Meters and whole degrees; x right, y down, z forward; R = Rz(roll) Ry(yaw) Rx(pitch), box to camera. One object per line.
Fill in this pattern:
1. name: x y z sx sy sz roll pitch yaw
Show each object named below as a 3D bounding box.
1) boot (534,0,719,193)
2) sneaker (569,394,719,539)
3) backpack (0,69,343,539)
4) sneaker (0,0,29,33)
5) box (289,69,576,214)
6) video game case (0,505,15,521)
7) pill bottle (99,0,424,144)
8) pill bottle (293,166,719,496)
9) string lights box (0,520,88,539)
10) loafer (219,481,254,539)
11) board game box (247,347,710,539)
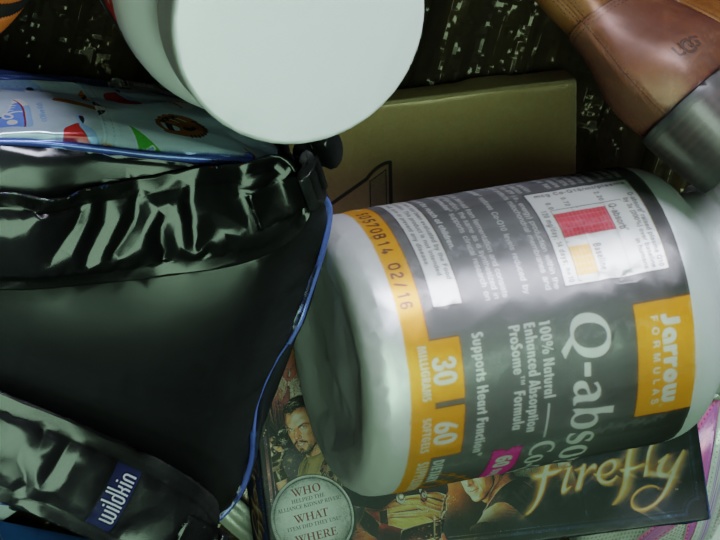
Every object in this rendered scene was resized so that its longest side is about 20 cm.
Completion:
1. boot: 0.100 -0.137 1.176 0.200 0.188 0.068 45 124 -1
2. sneaker: 0.155 0.064 1.285 0.088 0.081 0.201 15 107 -23
3. backpack: -0.127 0.004 1.111 0.190 0.154 0.201 8 108 -29
4. sneaker: -0.145 -0.123 1.031 0.070 0.090 0.200 41 82 2
5. box: 0.000 0.000 1.244 0.199 0.021 0.164 -8 115 -15
6. video game case: -0.220 0.043 1.195 0.182 0.022 0.200 -34 117 -1
7. pill bottle: -0.048 -0.127 1.075 0.115 0.200 0.117 -6 113 -14
8. pill bottle: 0.079 0.020 1.150 0.199 0.116 0.117 -10 115 -16
9. string lights box: -0.151 0.158 1.201 0.199 0.103 0.059 15 114 -31
10. loafer: 0.003 0.125 1.265 0.063 0.072 0.200 -46 123 4
11. board game box: 0.046 0.054 1.214 0.199 0.035 0.136 -6 83 -16
